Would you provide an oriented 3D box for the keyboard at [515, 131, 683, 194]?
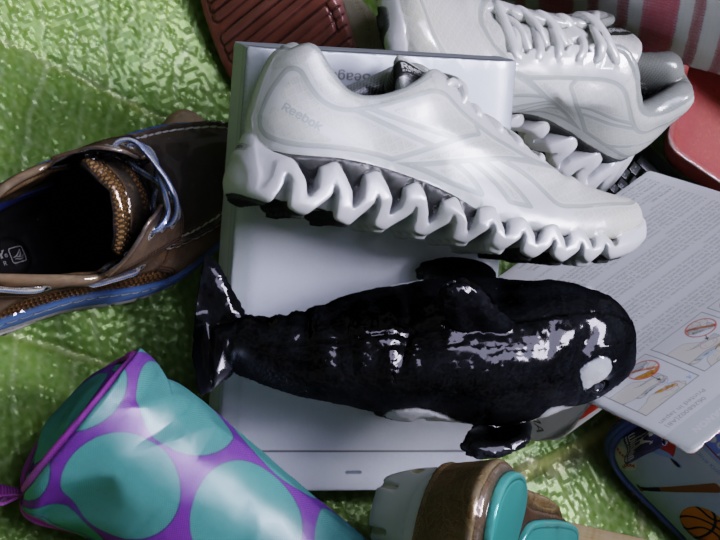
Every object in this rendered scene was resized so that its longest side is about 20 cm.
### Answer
[{"bbox_3d":[0.123,-0.033,1.466,0.200,0.021,0.127,43,51,-11],"label":"keyboard"}]

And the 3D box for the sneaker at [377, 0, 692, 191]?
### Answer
[{"bbox_3d":[0.085,-0.103,1.369,0.200,0.081,0.076,19,50,-47],"label":"sneaker"}]

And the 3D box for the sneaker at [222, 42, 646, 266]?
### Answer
[{"bbox_3d":[0.040,-0.048,1.239,0.199,0.075,0.082,12,86,-23],"label":"sneaker"}]

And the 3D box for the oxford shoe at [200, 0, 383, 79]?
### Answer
[{"bbox_3d":[-0.012,-0.100,1.381,0.201,0.071,0.074,58,29,-3],"label":"oxford shoe"}]

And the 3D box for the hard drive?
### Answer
[{"bbox_3d":[0.000,0.000,1.281,0.131,0.027,0.201,1,98,-21],"label":"hard drive"}]

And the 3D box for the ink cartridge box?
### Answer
[{"bbox_3d":[0.150,0.029,1.323,0.162,0.200,0.050,-34,124,-23],"label":"ink cartridge box"}]

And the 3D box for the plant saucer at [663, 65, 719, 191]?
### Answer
[{"bbox_3d":[0.252,-0.088,1.570,0.200,0.037,0.200,32,52,-21],"label":"plant saucer"}]

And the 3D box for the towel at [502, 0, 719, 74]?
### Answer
[{"bbox_3d":[0.128,-0.145,1.396,0.199,0.146,0.030,17,81,5],"label":"towel"}]

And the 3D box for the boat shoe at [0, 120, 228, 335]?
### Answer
[{"bbox_3d":[-0.114,-0.021,1.245,0.200,0.072,0.072,-29,87,-35],"label":"boat shoe"}]

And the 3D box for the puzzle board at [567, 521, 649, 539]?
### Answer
[{"bbox_3d":[0.154,0.194,1.314,0.199,0.017,0.151,12,46,3],"label":"puzzle board"}]

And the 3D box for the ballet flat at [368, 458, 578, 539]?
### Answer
[{"bbox_3d":[0.045,0.115,1.249,0.072,0.200,0.068,15,87,16],"label":"ballet flat"}]

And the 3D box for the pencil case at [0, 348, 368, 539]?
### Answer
[{"bbox_3d":[-0.057,0.126,1.222,0.200,0.085,0.092,42,93,-12],"label":"pencil case"}]

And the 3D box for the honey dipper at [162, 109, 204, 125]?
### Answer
[{"bbox_3d":[-0.023,0.001,1.336,0.200,0.038,0.038,50,50,-4],"label":"honey dipper"}]

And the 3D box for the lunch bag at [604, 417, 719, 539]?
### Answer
[{"bbox_3d":[0.226,0.100,1.387,0.200,0.160,0.076,42,51,-14],"label":"lunch bag"}]

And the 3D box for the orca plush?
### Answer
[{"bbox_3d":[0.029,0.015,1.221,0.199,0.071,0.106,13,51,-3],"label":"orca plush"}]
